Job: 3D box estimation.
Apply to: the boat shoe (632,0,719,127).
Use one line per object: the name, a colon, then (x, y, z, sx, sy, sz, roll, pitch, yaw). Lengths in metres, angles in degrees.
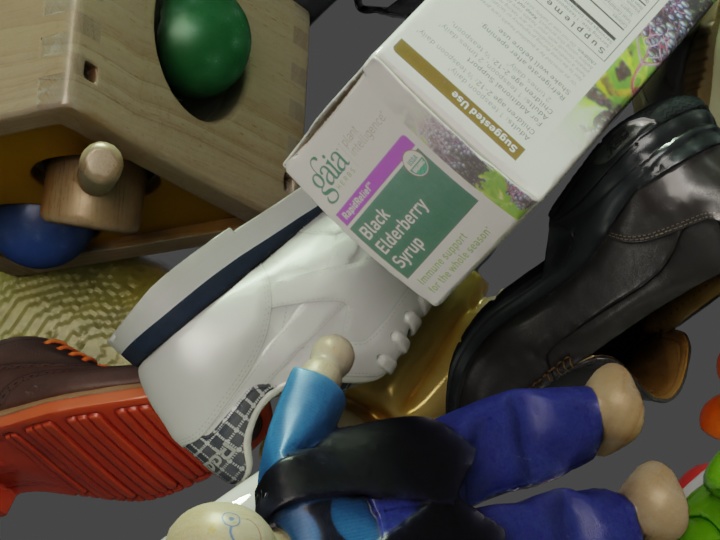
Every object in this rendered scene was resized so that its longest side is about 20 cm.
boat shoe: (0.153, -0.073, 1.038, 0.065, 0.073, 0.200, 22, 60, -19)

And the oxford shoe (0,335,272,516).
oxford shoe: (-0.124, 0.053, 1.042, 0.200, 0.071, 0.073, -10, 49, 26)

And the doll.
doll: (0.016, 0.082, 0.879, 0.200, 0.048, 0.137, -12, 72, -34)

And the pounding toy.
pounding toy: (-0.119, -0.062, 1.005, 0.200, 0.184, 0.143, -8, 69, 32)

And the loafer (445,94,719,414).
loafer: (0.092, 0.025, 0.961, 0.073, 0.200, 0.072, -23, 64, -36)

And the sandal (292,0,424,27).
sandal: (0.055, -0.150, 1.086, 0.200, 0.076, 0.043, -29, 94, 4)

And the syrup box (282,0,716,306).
syrup box: (0.065, -0.084, 0.937, 0.081, 0.079, 0.200, 41, 50, 0)

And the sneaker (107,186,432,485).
sneaker: (0.000, 0.000, 0.977, 0.200, 0.076, 0.081, -36, 84, -16)

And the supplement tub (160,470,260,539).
supplement tub: (-0.015, 0.182, 0.928, 0.145, 0.145, 0.200, -35, 86, 0)

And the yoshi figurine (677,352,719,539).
yoshi figurine: (0.174, 0.090, 0.960, 0.112, 0.112, 0.200, 24, 76, 4)

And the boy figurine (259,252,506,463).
boy figurine: (0.005, 0.018, 1.043, 0.124, 0.064, 0.200, 19, 75, 16)
